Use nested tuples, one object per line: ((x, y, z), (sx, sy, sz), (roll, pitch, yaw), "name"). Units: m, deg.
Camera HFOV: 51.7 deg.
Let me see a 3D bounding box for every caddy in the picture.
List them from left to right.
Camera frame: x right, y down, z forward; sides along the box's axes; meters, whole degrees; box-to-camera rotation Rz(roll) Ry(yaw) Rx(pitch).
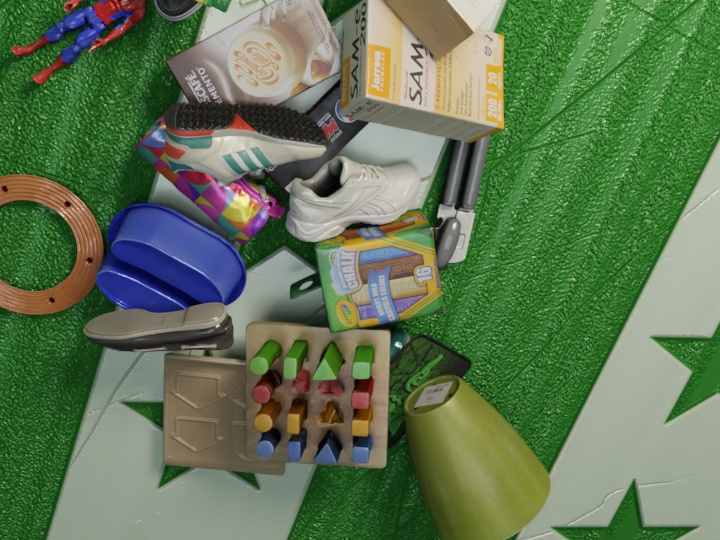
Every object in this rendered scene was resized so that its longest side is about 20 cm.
((-0.255, -0.004, 1.006), (0.200, 0.105, 0.141), (31, 127, -13), "caddy")

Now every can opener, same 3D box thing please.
((0.140, -0.101, 1.025), (0.053, 0.066, 0.200), (9, 102, -7), "can opener")

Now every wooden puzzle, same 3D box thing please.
((-0.198, 0.210, 1.105), (0.185, 0.046, 0.200), (6, 112, 0), "wooden puzzle")

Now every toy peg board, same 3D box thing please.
((-0.064, 0.180, 0.998), (0.200, 0.098, 0.199), (2, 99, 5), "toy peg board")

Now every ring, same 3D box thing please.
((-0.455, -0.035, 1.024), (0.200, 0.019, 0.201), (-1, 107, -4), "ring")

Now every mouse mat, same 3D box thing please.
((0.062, 0.184, 1.095), (0.200, 0.008, 0.161), (-47, 138, 12), "mouse mat")

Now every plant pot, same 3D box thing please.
((0.147, 0.258, 1.078), (0.187, 0.187, 0.200), (-28, 105, 5), "plant pot")

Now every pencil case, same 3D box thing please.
((-0.196, -0.124, 0.980), (0.200, 0.088, 0.088), (40, 101, -15), "pencil case")

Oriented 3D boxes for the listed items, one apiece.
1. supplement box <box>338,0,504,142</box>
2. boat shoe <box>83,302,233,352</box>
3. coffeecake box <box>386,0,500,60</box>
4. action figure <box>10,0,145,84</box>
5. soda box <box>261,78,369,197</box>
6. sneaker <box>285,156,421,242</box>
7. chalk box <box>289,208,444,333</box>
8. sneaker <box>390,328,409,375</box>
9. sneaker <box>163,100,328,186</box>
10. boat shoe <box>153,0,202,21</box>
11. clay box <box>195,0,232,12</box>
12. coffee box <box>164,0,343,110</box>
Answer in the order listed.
((0.078, -0.241, 0.911), (0.200, 0.074, 0.126), (5, 82, -28), "supplement box")
((-0.261, 0.085, 0.966), (0.200, 0.067, 0.057), (-6, 121, 11), "boat shoe")
((0.108, -0.374, 0.869), (0.154, 0.073, 0.200), (45, 61, -14), "coffeecake box")
((-0.337, -0.308, 0.926), (0.200, 0.052, 0.065), (-32, 102, 7), "action figure")
((-0.043, -0.190, 0.975), (0.200, 0.071, 0.063), (-42, 105, 9), "soda box")
((-0.003, -0.108, 0.966), (0.200, 0.078, 0.099), (-24, 141, -23), "sneaker")
((0.000, 0.000, 1.012), (0.200, 0.125, 0.124), (-9, 108, -2), "chalk box")
((-0.020, 0.144, 1.085), (0.200, 0.071, 0.080), (-41, 110, 10), "sneaker")
((-0.143, -0.149, 0.916), (0.200, 0.070, 0.093), (1, 137, -18), "sneaker")
((-0.192, -0.396, 0.905), (0.069, 0.057, 0.200), (34, 103, -13), "boat shoe")
((-0.210, -0.388, 0.855), (0.200, 0.048, 0.115), (34, 106, 26), "clay box")
((-0.126, -0.263, 0.941), (0.200, 0.080, 0.114), (-28, 109, 5), "coffee box")
